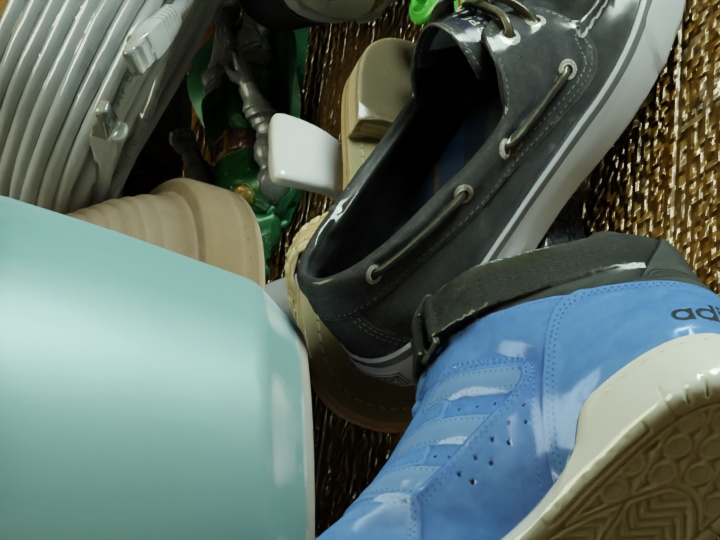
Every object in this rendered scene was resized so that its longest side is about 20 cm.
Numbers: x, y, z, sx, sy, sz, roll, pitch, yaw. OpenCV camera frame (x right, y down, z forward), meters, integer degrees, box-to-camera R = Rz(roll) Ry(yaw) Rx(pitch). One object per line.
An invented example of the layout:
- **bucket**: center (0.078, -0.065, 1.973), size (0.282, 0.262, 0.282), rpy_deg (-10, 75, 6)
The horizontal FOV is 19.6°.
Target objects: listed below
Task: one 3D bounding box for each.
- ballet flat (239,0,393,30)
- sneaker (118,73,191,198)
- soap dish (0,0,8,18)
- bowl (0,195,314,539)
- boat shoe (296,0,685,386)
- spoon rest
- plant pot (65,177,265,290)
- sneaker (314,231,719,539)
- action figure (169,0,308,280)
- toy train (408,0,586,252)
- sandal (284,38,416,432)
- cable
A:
- **ballet flat**: center (0.003, -0.158, 0.940), size (0.200, 0.073, 0.073), rpy_deg (-46, 33, 40)
- **sneaker**: center (-0.132, -0.022, 1.154), size (0.091, 0.076, 0.201), rpy_deg (31, 105, 55)
- **soap dish**: center (-0.131, -0.185, 1.103), size (0.157, 0.200, 0.081), rpy_deg (-43, 72, 27)
- **bowl**: center (-0.071, 0.076, 0.696), size (0.201, 0.104, 0.202), rpy_deg (180, 90, -83)
- **boat shoe**: center (0.042, -0.059, 0.710), size (0.070, 0.066, 0.200), rpy_deg (21, 73, 49)
- **spoon rest**: center (-0.036, 0.022, 0.918), size (0.100, 0.060, 0.200), rpy_deg (-93, 18, -44)
- **plant pot**: center (-0.122, 0.050, 0.863), size (0.201, 0.092, 0.202), rpy_deg (-48, 32, 44)
- **sneaker**: center (0.030, 0.067, 0.633), size (0.200, 0.077, 0.111), rpy_deg (-41, 31, 12)
- **action figure**: center (-0.059, -0.074, 1.038), size (0.118, 0.055, 0.201), rpy_deg (-47, 36, 39)
- **toy train**: center (0.052, -0.054, 0.783), size (0.056, 0.042, 0.201), rpy_deg (-41, 35, 34)
- **sandal**: center (0.005, 0.002, 0.808), size (0.212, 0.077, 0.070), rpy_deg (-83, 19, -46)
- **cable**: center (-0.114, -0.106, 0.945), size (0.200, 0.069, 0.200), rpy_deg (-66, 4, -37)
